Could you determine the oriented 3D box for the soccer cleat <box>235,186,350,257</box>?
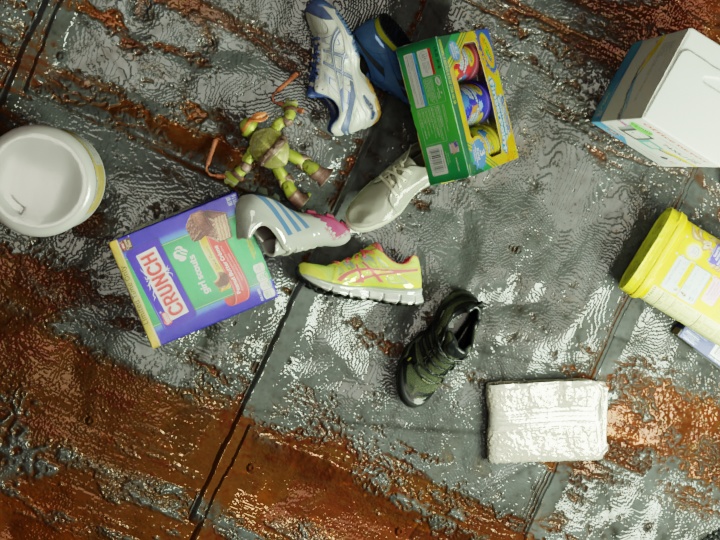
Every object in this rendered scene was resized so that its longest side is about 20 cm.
[{"bbox_3d":[-0.101,-0.052,1.509,0.199,0.070,0.087,19,70,-37],"label":"soccer cleat"}]

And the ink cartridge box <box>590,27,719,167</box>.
[{"bbox_3d":[0.467,-0.250,1.537,0.146,0.200,0.146,29,91,-10],"label":"ink cartridge box"}]

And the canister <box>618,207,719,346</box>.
[{"bbox_3d":[0.525,0.018,1.610,0.200,0.087,0.149,32,91,3],"label":"canister"}]

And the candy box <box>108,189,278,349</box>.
[{"bbox_3d":[-0.243,-0.004,1.520,0.199,0.077,0.170,-23,98,-5],"label":"candy box"}]

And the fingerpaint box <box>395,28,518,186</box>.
[{"bbox_3d":[0.145,-0.239,1.507,0.073,0.167,0.201,-9,99,35],"label":"fingerpaint box"}]

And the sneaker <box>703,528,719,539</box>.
[{"bbox_3d":[0.552,0.498,1.690,0.199,0.081,0.075,-26,101,-5],"label":"sneaker"}]

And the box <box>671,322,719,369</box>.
[{"bbox_3d":[0.607,0.055,1.675,0.121,0.032,0.200,36,92,-10],"label":"box"}]

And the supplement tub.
[{"bbox_3d":[-0.425,-0.124,1.418,0.145,0.200,0.146,-1,96,-9],"label":"supplement tub"}]

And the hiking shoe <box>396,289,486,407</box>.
[{"bbox_3d":[0.119,0.121,1.574,0.076,0.101,0.201,29,91,-10],"label":"hiking shoe"}]

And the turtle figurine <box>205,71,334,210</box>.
[{"bbox_3d":[-0.117,-0.179,1.526,0.161,0.064,0.200,42,89,-10],"label":"turtle figurine"}]

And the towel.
[{"bbox_3d":[0.296,0.239,1.647,0.199,0.034,0.133,-2,96,-8],"label":"towel"}]

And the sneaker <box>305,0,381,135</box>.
[{"bbox_3d":[-0.045,-0.294,1.517,0.088,0.075,0.201,-26,98,-11],"label":"sneaker"}]

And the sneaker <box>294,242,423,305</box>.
[{"bbox_3d":[0.000,0.000,1.564,0.199,0.078,0.091,8,87,-15],"label":"sneaker"}]

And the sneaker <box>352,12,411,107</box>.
[{"bbox_3d":[0.061,-0.287,1.552,0.078,0.066,0.200,-29,113,31],"label":"sneaker"}]

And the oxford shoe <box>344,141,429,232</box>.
[{"bbox_3d":[0.056,-0.132,1.548,0.200,0.058,0.075,-37,62,-8],"label":"oxford shoe"}]
